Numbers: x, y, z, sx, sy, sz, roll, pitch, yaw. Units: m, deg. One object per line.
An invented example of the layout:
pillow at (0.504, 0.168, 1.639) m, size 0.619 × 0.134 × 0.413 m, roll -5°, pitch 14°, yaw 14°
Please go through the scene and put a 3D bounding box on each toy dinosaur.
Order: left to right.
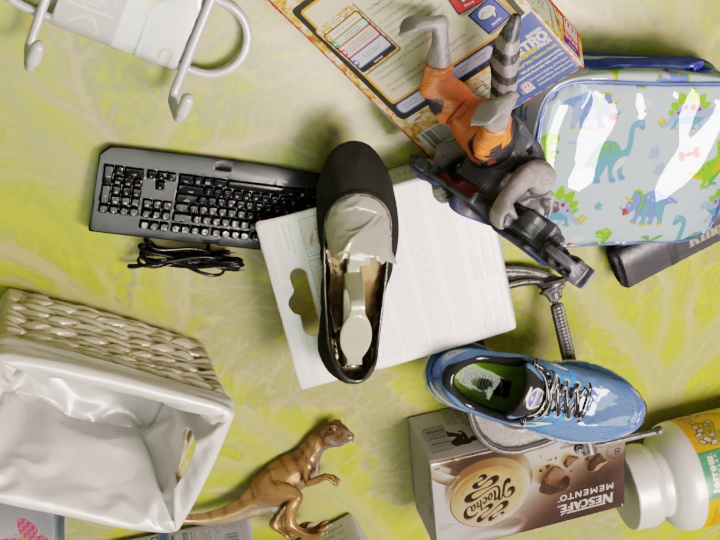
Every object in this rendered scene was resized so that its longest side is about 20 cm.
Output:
toy dinosaur at (-0.086, 0.215, 1.072) m, size 0.199 × 0.060 × 0.107 m, roll -34°, pitch 98°, yaw -2°

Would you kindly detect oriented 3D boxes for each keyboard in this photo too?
keyboard at (-0.119, -0.038, 0.918) m, size 0.198 × 0.040 × 0.105 m, roll 6°, pitch 116°, yaw -18°

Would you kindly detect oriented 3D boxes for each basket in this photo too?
basket at (-0.223, 0.112, 0.922) m, size 0.199 × 0.124 × 0.136 m, roll 18°, pitch 112°, yaw -25°

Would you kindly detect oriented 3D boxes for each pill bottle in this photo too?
pill bottle at (0.361, 0.201, 1.151) m, size 0.198 × 0.113 × 0.114 m, roll -11°, pitch 121°, yaw -9°

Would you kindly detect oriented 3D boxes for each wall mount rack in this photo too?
wall mount rack at (-0.152, -0.206, 0.791) m, size 0.199 × 0.075 × 0.175 m, roll 17°, pitch 112°, yaw -25°

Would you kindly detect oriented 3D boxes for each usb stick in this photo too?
usb stick at (0.322, -0.047, 1.046) m, size 0.199 × 0.033 × 0.056 m, roll -27°, pitch 122°, yaw -1°

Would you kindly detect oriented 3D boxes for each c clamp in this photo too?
c clamp at (0.169, 0.084, 1.036) m, size 0.169 × 0.027 × 0.202 m, roll -19°, pitch 94°, yaw -2°

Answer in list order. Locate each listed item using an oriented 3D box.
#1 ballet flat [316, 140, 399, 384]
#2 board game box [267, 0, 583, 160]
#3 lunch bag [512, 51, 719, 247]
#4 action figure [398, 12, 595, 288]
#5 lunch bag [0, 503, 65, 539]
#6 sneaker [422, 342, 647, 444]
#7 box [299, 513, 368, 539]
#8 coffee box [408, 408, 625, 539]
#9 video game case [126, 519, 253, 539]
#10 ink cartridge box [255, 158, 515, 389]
ballet flat at (0.000, 0.000, 0.898) m, size 0.067 × 0.068 × 0.202 m, roll -3°, pitch 110°, yaw -7°
board game box at (0.049, -0.191, 0.842) m, size 0.151 × 0.047 × 0.200 m, roll -29°, pitch 127°, yaw 30°
lunch bag at (0.221, -0.106, 0.954) m, size 0.198 × 0.083 × 0.162 m, roll -3°, pitch 120°, yaw -15°
action figure at (0.115, -0.083, 0.823) m, size 0.105 × 0.200 × 0.194 m, roll -44°, pitch 144°, yaw -7°
lunch bag at (-0.332, 0.244, 0.919) m, size 0.168 × 0.200 × 0.128 m, roll 6°, pitch 117°, yaw -20°
sneaker at (0.155, 0.113, 0.978) m, size 0.198 × 0.089 × 0.079 m, roll 10°, pitch 93°, yaw -3°
box at (-0.043, 0.390, 1.128) m, size 0.198 × 0.131 × 0.201 m, roll -26°, pitch 123°, yaw 0°
coffee box at (0.154, 0.189, 1.101) m, size 0.198 × 0.080 × 0.114 m, roll -11°, pitch 119°, yaw -10°
video game case at (-0.172, 0.332, 1.020) m, size 0.180 × 0.201 × 0.022 m, roll -9°, pitch 141°, yaw -11°
ink cartridge box at (0.024, 0.000, 0.966) m, size 0.198 × 0.050 × 0.164 m, roll -15°, pitch 111°, yaw -1°
